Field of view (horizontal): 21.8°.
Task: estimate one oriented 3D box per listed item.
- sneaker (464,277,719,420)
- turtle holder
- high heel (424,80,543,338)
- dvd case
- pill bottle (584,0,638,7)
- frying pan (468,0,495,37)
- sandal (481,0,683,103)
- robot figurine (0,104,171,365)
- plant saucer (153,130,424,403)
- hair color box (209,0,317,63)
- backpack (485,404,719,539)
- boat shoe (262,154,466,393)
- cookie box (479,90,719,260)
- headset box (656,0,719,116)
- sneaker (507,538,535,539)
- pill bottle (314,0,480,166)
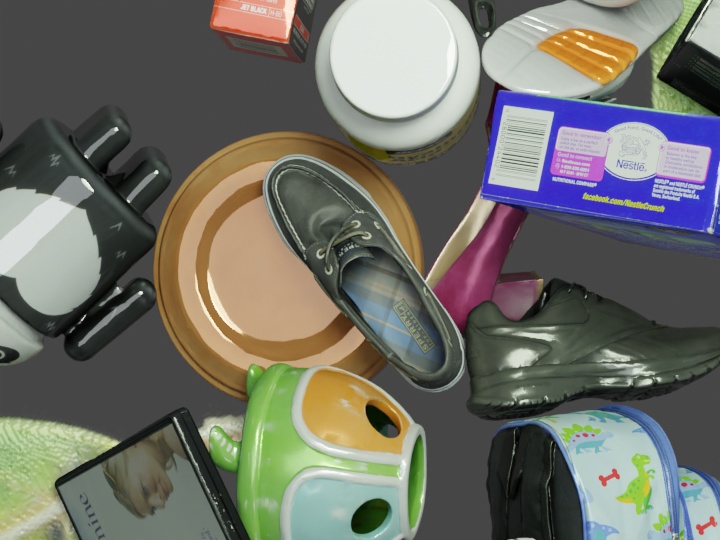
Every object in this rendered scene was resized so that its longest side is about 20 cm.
[{"bbox_3d":[0.164,0.048,1.293,0.198,0.076,0.092,-5,77,-19],"label":"sneaker"},{"bbox_3d":[-0.025,0.158,1.277,0.130,0.141,0.188,4,95,12],"label":"turtle holder"},{"bbox_3d":[0.079,-0.053,1.321,0.095,0.067,0.202,-1,101,-7],"label":"high heel"},{"bbox_3d":[-0.138,0.184,1.279,0.017,0.200,0.144,-24,86,-37],"label":"dvd case"},{"bbox_3d":[0.198,-0.285,1.272,0.109,0.110,0.201,35,68,4],"label":"pill bottle"},{"bbox_3d":[0.090,-0.228,1.300,0.114,0.031,0.191,-17,54,-18],"label":"frying pan"},{"bbox_3d":[0.156,-0.146,1.285,0.079,0.206,0.060,39,133,20],"label":"sandal"},{"bbox_3d":[-0.223,-0.025,1.309,0.200,0.125,0.150,-42,68,1],"label":"robot figurine"},{"bbox_3d":[-0.053,-0.001,1.342,0.198,0.037,0.203,0,89,3],"label":"plant saucer"},{"bbox_3d":[-0.052,-0.256,1.318,0.061,0.102,0.202,11,89,4],"label":"hair color box"},{"bbox_3d":[0.166,0.192,1.255,0.145,0.183,0.202,-8,89,-19],"label":"backpack"},{"bbox_3d":[0.000,0.000,1.284,0.070,0.066,0.201,-35,82,3],"label":"boat shoe"},{"bbox_3d":[0.202,-0.055,1.219,0.170,0.199,0.076,11,88,36],"label":"cookie box"},{"bbox_3d":[0.301,-0.135,1.242,0.173,0.200,0.093,32,91,5],"label":"headset box"},{"bbox_3d":[0.062,0.238,1.232,0.079,0.201,0.079,-6,54,-15],"label":"sneaker"},{"bbox_3d":[0.026,-0.133,1.259,0.110,0.200,0.113,0,88,4],"label":"pill bottle"}]
